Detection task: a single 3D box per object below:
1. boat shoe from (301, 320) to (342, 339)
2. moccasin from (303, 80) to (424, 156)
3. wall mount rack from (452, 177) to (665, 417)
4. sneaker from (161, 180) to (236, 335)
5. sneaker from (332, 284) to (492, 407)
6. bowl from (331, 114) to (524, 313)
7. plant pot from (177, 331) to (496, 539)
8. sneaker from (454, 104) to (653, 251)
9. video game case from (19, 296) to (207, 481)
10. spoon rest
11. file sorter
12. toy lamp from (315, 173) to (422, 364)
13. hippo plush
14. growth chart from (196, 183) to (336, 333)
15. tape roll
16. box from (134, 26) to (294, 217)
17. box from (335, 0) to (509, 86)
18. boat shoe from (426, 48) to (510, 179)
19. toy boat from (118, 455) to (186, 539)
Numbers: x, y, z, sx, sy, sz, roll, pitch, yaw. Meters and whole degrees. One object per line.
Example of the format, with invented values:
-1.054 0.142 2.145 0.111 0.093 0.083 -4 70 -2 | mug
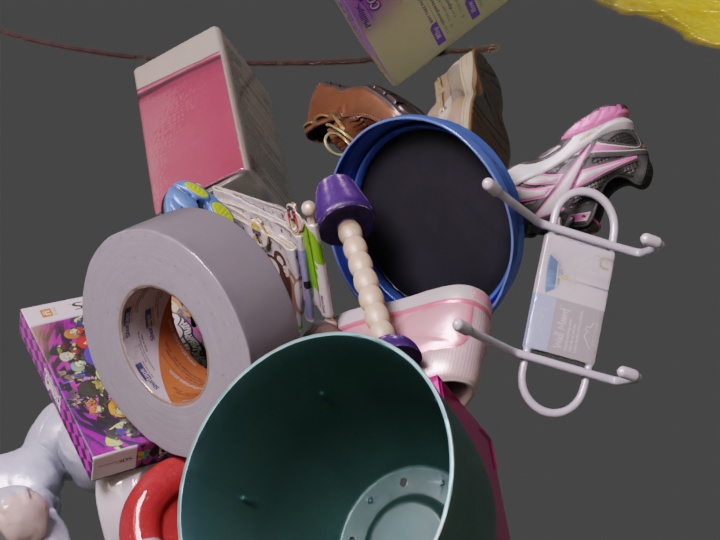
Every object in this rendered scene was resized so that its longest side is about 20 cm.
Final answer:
-0.045 0.140 1.037 0.065 0.072 0.203 48 121 57 | boat shoe
-0.002 -0.143 1.174 0.200 0.073 0.079 21 86 54 | moccasin
0.159 0.013 0.981 0.171 0.075 0.204 15 78 -10 | wall mount rack
-0.137 0.017 1.083 0.082 0.202 0.071 -7 22 45 | sneaker
0.027 0.088 1.031 0.198 0.075 0.106 -20 52 37 | sneaker
0.059 -0.040 1.063 0.198 0.039 0.204 13 113 34 | bowl
0.003 0.167 0.797 0.197 0.161 0.204 -14 57 23 | plant pot
0.176 -0.062 1.069 0.199 0.080 0.087 -37 75 15 | sneaker
-0.207 0.094 1.126 0.179 0.036 0.201 -12 46 -30 | video game case
-0.195 0.249 1.071 0.060 0.098 0.204 -27 61 42 | spoon rest
0.044 0.217 0.935 0.124 0.139 0.203 -19 56 16 | file sorter
0.000 0.000 1.010 0.057 0.058 0.202 -25 51 11 | toy lamp
-0.294 0.209 1.126 0.198 0.161 0.161 17 46 38 | hippo plush
-0.090 -0.009 1.084 0.018 0.147 0.198 -30 29 -34 | growth chart
-0.146 0.053 1.001 0.198 0.204 0.066 18 27 33 | tape roll
-0.150 -0.125 1.227 0.108 0.128 0.202 -24 54 12 | box
0.062 -0.324 1.207 0.199 0.176 0.097 -37 54 3 | box
0.098 -0.139 1.134 0.064 0.072 0.202 -27 32 23 | boat shoe
-0.121 0.240 0.984 0.131 0.129 0.202 -54 47 39 | toy boat
